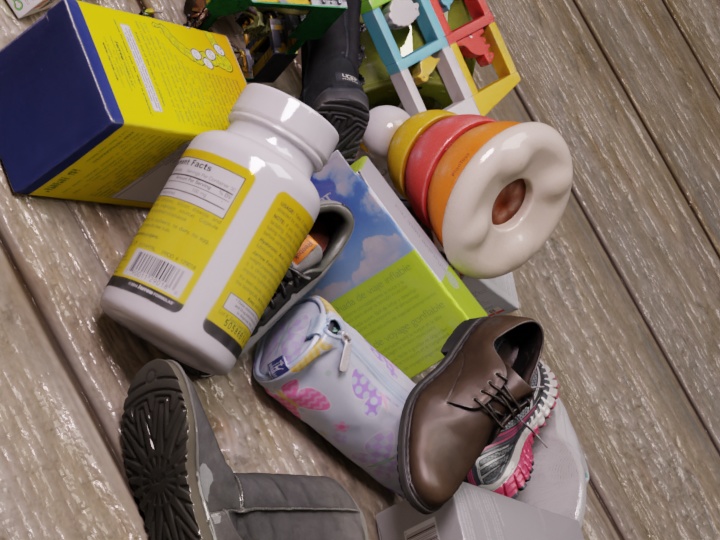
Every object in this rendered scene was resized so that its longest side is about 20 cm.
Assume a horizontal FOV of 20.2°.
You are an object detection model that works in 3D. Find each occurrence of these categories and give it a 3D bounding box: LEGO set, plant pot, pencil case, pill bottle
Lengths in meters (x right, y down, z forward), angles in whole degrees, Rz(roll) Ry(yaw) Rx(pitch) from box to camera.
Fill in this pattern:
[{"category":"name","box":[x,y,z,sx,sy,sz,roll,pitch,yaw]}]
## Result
[{"category":"LEGO set","box":[-0.102,-0.241,1.689,0.153,0.200,0.116,-4,71,-20]},{"category":"plant pot","box":[0.034,-0.237,1.952,0.200,0.200,0.194,21,57,-48]},{"category":"pencil case","box":[0.005,0.105,1.641,0.200,0.091,0.083,43,32,-28]},{"category":"pill bottle","box":[-0.098,-0.033,1.491,0.111,0.111,0.200,37,76,-33]}]

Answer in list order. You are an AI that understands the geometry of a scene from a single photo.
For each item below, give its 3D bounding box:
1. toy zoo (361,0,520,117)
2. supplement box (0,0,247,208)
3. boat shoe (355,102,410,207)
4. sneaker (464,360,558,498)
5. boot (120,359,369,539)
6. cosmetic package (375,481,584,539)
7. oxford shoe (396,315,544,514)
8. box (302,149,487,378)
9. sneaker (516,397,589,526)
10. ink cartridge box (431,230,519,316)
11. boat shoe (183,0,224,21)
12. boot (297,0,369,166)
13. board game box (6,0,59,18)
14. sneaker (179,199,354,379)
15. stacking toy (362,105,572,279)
[{"category":"toy zoo","box":[0.072,-0.211,1.857,0.131,0.020,0.200,-32,101,-36]},{"category":"supplement box","box":[-0.181,-0.123,1.553,0.200,0.109,0.110,5,57,-57]},{"category":"boat shoe","box":[0.016,-0.121,1.888,0.202,0.086,0.075,25,42,-45]},{"category":"sneaker","box":[0.123,0.129,1.818,0.075,0.081,0.200,47,30,-16]},{"category":"boot","box":[-0.077,0.156,1.481,0.200,0.072,0.182,4,72,-49]},{"category":"cosmetic package","box":[0.112,0.250,1.676,0.200,0.090,0.107,29,39,-47]},{"category":"oxford shoe","box":[0.089,0.106,1.599,0.073,0.084,0.200,48,50,-26]},{"category":"box","box":[0.000,0.000,1.703,0.200,0.122,0.048,53,22,-12]},{"category":"sneaker","box":[0.185,0.194,1.870,0.089,0.075,0.200,51,25,-38]},{"category":"ink cartridge box","box":[0.081,-0.054,1.915,0.200,0.050,0.163,31,44,-56]},{"category":"boat shoe","box":[-0.066,-0.274,1.830,0.200,0.076,0.074,-36,81,-22]},{"category":"boot","box":[-0.040,-0.156,1.766,0.065,0.165,0.200,16,42,-21]},{"category":"board game box","box":[-0.257,-0.287,1.673,0.126,0.035,0.200,57,28,-3]},{"category":"sneaker","box":[-0.078,0.006,1.583,0.074,0.079,0.200,52,54,-13]},{"category":"stacking toy","box":[0.074,-0.096,1.769,0.200,0.146,0.146,36,11,38]}]
